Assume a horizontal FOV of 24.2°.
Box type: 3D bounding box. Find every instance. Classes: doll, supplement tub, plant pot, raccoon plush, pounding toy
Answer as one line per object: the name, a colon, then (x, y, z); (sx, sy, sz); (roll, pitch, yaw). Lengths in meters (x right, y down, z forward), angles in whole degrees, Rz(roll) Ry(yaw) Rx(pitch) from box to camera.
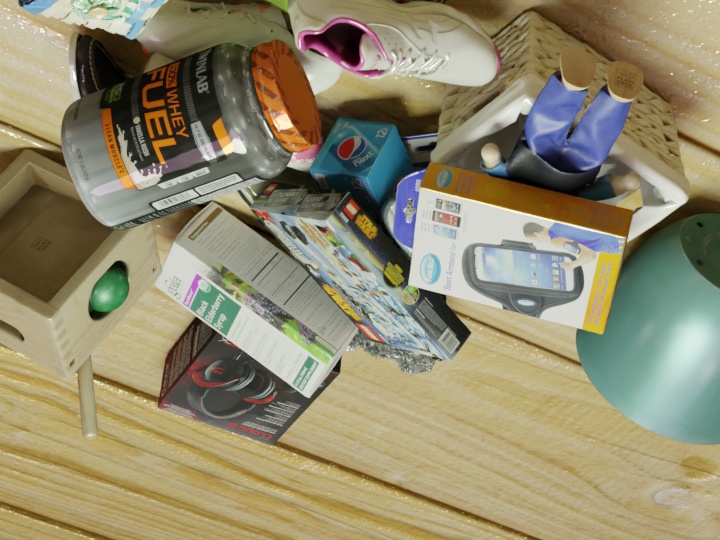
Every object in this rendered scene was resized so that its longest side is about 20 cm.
doll: (0.169, -0.094, 1.391); (0.136, 0.048, 0.200); (14, 142, -8)
supplement tub: (-0.143, -0.119, 1.432); (0.200, 0.123, 0.123); (-19, 136, 17)
plant pot: (0.334, 0.042, 1.638); (0.200, 0.201, 0.161); (15, 130, -11)
raccoon plush: (0.020, 0.043, 1.730); (0.134, 0.097, 0.200); (11, 165, -7)
pounding toy: (-0.295, 0.023, 1.640); (0.200, 0.184, 0.142); (26, 148, 20)

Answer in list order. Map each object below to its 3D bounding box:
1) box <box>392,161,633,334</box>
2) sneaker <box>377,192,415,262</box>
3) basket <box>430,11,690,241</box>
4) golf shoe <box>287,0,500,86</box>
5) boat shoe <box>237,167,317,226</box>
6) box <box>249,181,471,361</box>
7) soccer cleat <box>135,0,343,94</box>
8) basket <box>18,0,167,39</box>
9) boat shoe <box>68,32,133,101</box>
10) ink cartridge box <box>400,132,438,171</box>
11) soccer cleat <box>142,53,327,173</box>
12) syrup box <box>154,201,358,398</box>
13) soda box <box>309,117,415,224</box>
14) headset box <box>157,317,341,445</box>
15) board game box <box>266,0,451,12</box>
box: (0.122, -0.021, 1.424); (0.200, 0.041, 0.119); (13, 136, 8)
sneaker: (0.113, -0.024, 1.515); (0.200, 0.078, 0.086); (23, 175, -3)
basket: (0.178, -0.120, 1.498); (0.200, 0.123, 0.136); (28, 137, -27)
golf shoe: (0.025, -0.185, 1.386); (0.200, 0.092, 0.075); (19, 139, -19)
boat shoe: (-0.067, -0.059, 1.654); (0.199, 0.075, 0.066); (29, 154, -34)
box: (0.000, 0.000, 1.576); (0.200, 0.040, 0.137); (49, 159, -29)
soccer cleat: (-0.106, -0.210, 1.473); (0.200, 0.069, 0.078); (14, 137, -21)
basket: (-0.223, -0.286, 1.326); (0.200, 0.139, 0.176); (28, 138, -26)
boat shoe: (-0.220, -0.149, 1.557); (0.060, 0.074, 0.200); (-2, 144, 10)
ink cartridge box: (0.095, -0.077, 1.636); (0.095, 0.037, 0.200); (-6, 143, 17)
soccer cleat: (-0.120, -0.130, 1.548); (0.200, 0.086, 0.070); (33, 178, -23)
syrup box: (-0.102, 0.029, 1.702); (0.200, 0.081, 0.079); (35, 137, 4)
soda box: (0.023, -0.054, 1.603); (0.064, 0.068, 0.200); (11, 148, 28)
headset box: (-0.128, 0.111, 1.876); (0.149, 0.075, 0.200); (21, 140, -19)
board game box: (-0.031, -0.260, 1.409); (0.200, 0.048, 0.102); (26, 138, -24)
